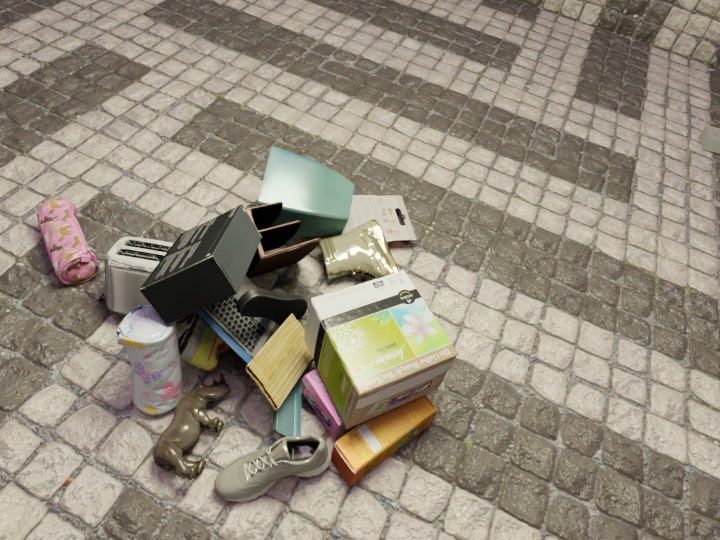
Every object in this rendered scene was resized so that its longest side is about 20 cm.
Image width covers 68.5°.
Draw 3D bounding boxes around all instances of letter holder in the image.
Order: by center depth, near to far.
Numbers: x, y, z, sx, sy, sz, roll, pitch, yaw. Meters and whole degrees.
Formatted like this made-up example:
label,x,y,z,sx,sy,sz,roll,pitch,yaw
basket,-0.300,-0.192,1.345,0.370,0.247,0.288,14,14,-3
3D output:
label,x,y,z,sx,sy,sz,roll,pitch,yaw
letter holder,-0.175,-0.066,1.102,0.140,0.200,0.102,-17,84,-23

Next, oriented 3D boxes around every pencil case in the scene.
label,x,y,z,sx,sy,sz,roll,pitch,yaw
pencil case,-0.351,0.156,0.897,0.083,0.202,0.090,33,46,27
pencil case,-0.617,-0.065,1.111,0.086,0.084,0.201,-23,57,-26

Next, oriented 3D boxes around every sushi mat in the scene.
label,x,y,z,sx,sy,sz,roll,pitch,yaw
sushi mat,-0.139,0.161,0.971,0.096,0.012,0.200,58,25,-10

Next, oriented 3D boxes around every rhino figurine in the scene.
label,x,y,z,sx,sy,sz,roll,pitch,yaw
rhino figurine,-0.285,0.257,0.916,0.086,0.060,0.202,15,47,5

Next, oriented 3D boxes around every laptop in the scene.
label,x,y,z,sx,sy,sz,roll,pitch,yaw
laptop,-0.217,0.079,0.981,0.188,0.115,0.201,50,44,-24

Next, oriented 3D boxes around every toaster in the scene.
label,x,y,z,sx,sy,sz,roll,pitch,yaw
toaster,-0.416,0.016,1.036,0.196,0.131,0.114,10,30,-1

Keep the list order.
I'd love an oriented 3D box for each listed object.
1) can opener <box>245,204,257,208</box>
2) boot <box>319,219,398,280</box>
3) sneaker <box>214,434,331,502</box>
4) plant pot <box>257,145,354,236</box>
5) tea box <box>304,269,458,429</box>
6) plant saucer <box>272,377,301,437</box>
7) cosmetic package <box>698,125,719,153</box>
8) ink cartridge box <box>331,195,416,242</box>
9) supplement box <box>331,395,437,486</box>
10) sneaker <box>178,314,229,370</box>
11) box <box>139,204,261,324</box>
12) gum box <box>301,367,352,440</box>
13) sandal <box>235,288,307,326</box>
label,x,y,z,sx,sy,sz,roll,pitch,yaw
can opener,-0.177,-0.120,1.270,0.196,0.054,0.067,7,14,-7
boot,0.000,0.000,1.176,0.152,0.072,0.203,-19,75,-11
sneaker,-0.146,0.311,0.868,0.197,0.093,0.076,-17,55,-13
plant pot,-0.121,-0.158,1.184,0.196,0.141,0.144,13,69,-8
tea box,0.029,0.134,0.938,0.197,0.135,0.198,-17,57,-25
plant saucer,-0.135,0.215,0.983,0.019,0.070,0.202,-25,46,22
cosmetic package,1.256,-0.424,1.783,0.196,0.051,0.083,15,47,3
ink cartridge box,0.022,-0.116,1.299,0.196,0.050,0.163,-1,50,-15
supplement box,0.044,0.291,0.945,0.198,0.067,0.069,-30,60,-29
sneaker,-0.291,0.116,1.035,0.090,0.078,0.201,42,33,-21
box,-0.259,-0.016,0.893,0.139,0.079,0.201,-25,26,15
gum box,-0.006,0.215,0.998,0.198,0.067,0.114,-26,60,-29
sandal,-0.167,0.060,1.025,0.075,0.200,0.048,-43,63,10
